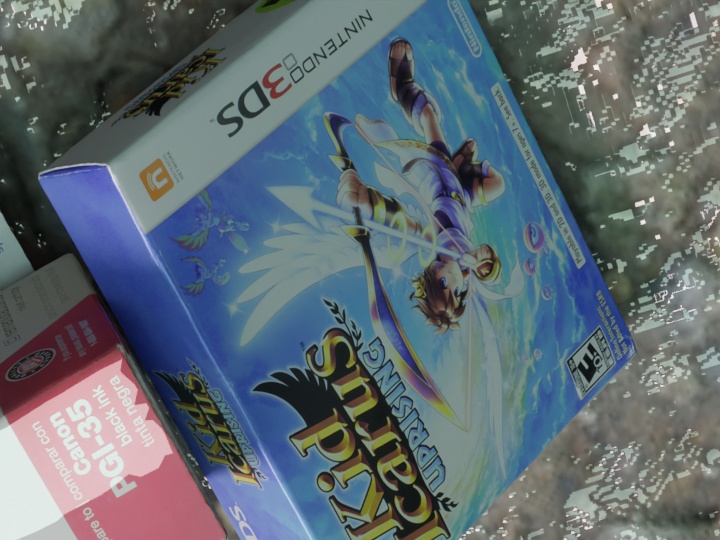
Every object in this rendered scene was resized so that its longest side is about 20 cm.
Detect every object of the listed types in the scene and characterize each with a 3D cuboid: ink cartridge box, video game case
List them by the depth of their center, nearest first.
[{"bbox_3d":[-0.160,0.091,0.978,0.199,0.147,0.083,-30,108,-5],"label":"ink cartridge box"},{"bbox_3d":[0.000,0.000,1.020,0.045,0.181,0.201,-5,120,49],"label":"video game case"}]

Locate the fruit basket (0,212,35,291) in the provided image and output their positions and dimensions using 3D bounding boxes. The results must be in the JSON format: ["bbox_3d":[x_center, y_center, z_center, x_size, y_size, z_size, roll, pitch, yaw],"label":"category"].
[{"bbox_3d":[-0.195,0.081,1.078,0.199,0.094,0.186,-23,109,9],"label":"fruit basket"}]
